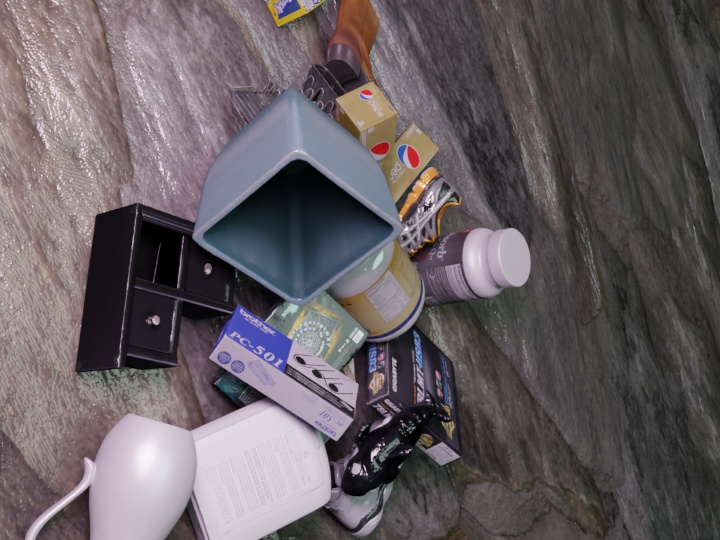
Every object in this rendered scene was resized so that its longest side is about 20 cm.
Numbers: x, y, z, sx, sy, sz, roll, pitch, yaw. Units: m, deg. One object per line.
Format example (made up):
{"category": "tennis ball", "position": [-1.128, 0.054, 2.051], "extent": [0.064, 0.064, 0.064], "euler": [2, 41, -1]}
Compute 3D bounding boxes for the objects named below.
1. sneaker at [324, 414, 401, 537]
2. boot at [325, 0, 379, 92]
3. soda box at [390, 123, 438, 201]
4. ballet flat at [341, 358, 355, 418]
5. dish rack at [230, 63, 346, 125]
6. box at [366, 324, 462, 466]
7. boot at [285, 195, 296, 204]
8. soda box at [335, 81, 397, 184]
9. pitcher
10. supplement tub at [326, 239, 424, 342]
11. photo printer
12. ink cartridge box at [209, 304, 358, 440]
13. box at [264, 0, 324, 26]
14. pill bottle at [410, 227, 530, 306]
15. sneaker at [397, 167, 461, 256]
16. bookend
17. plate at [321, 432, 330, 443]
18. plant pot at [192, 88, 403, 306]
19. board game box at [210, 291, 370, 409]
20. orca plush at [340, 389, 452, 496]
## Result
{"category": "sneaker", "position": [0.000, 0.285, 1.545], "extent": [0.115, 0.074, 0.202], "euler": [43, 55, -37]}
{"category": "boot", "position": [0.004, -0.349, 1.708], "extent": [0.188, 0.068, 0.202], "euler": [46, 38, -37]}
{"category": "soda box", "position": [0.047, -0.151, 1.671], "extent": [0.064, 0.068, 0.200], "euler": [43, 49, -6]}
{"category": "ballet flat", "position": [-0.044, 0.127, 1.500], "extent": [0.067, 0.067, 0.202], "euler": [-40, 114, -51]}
{"category": "dish rack", "position": [-0.090, -0.231, 1.519], "extent": [0.199, 0.055, 0.154], "euler": [-14, 60, -48]}
{"category": "box", "position": [0.085, 0.177, 1.635], "extent": [0.199, 0.049, 0.202], "euler": [46, 29, -33]}
{"category": "boot", "position": [-0.085, -0.117, 1.556], "extent": [0.201, 0.074, 0.098], "euler": [-58, 147, -45]}
{"category": "soda box", "position": [0.004, -0.173, 1.485], "extent": [0.063, 0.201, 0.068], "euler": [-28, 65, -17]}
{"category": "pitcher", "position": [-0.287, 0.269, 1.203], "extent": [0.170, 0.121, 0.203], "euler": [23, 76, -27]}
{"category": "supplement tub", "position": [0.000, 0.000, 1.522], "extent": [0.200, 0.143, 0.146], "euler": [53, 46, -48]}
{"category": "photo printer", "position": [-0.137, 0.262, 1.351], "extent": [0.198, 0.069, 0.169], "euler": [-22, 97, -26]}
{"category": "ink cartridge box", "position": [-0.096, 0.133, 1.347], "extent": [0.199, 0.044, 0.094], "euler": [34, 21, -9]}
{"category": "box", "position": [-0.070, -0.460, 1.621], "extent": [0.200, 0.069, 0.065], "euler": [-48, 116, -42]}
{"category": "pill bottle", "position": [0.175, -0.007, 1.711], "extent": [0.115, 0.198, 0.118], "euler": [13, 72, -47]}
{"category": "sneaker", "position": [0.088, -0.063, 1.653], "extent": [0.077, 0.202, 0.078], "euler": [32, 15, 4]}
{"category": "bookend", "position": [-0.242, 0.043, 1.305], "extent": [0.197, 0.091, 0.203], "euler": [20, 68, -45]}
{"category": "plate", "position": [-0.095, 0.163, 1.501], "extent": [0.199, 0.025, 0.204], "euler": [12, 74, -47]}
{"category": "plant pot", "position": [-0.085, -0.117, 1.341], "extent": [0.195, 0.195, 0.202], "euler": [34, 34, -35]}
{"category": "board game box", "position": [-0.095, 0.120, 1.425], "extent": [0.135, 0.028, 0.201], "euler": [44, 75, -16]}
{"category": "orca plush", "position": [0.062, 0.259, 1.486], "extent": [0.198, 0.071, 0.107], "euler": [-24, 111, -31]}
